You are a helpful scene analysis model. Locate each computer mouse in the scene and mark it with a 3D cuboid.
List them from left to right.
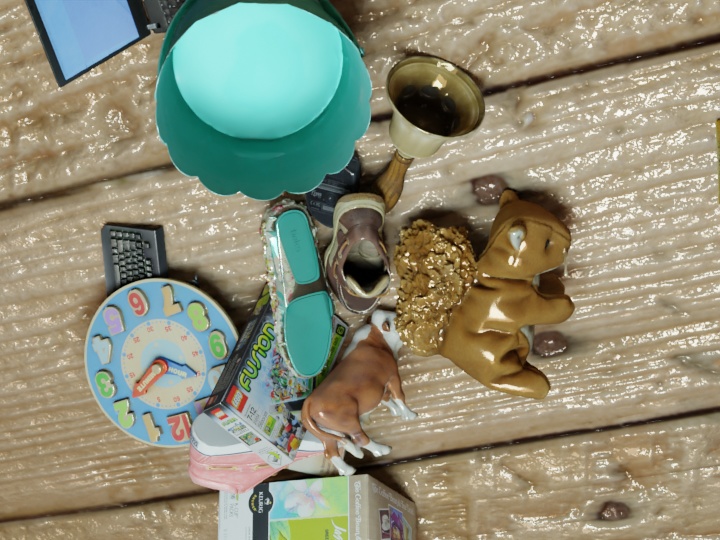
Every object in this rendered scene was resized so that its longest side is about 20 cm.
[{"bbox_3d":[-0.021,-0.133,1.445,0.059,0.034,0.200,18,125,12],"label":"computer mouse"}]

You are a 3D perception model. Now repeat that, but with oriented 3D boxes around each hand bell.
[{"bbox_3d":[0.044,-0.117,1.422,0.104,0.104,0.200,22,142,-6],"label":"hand bell"}]

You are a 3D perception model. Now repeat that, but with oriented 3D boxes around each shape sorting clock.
[{"bbox_3d":[-0.227,0.108,1.581,0.200,0.039,0.200,3,104,13],"label":"shape sorting clock"}]

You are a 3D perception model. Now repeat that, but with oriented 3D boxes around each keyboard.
[{"bbox_3d":[-0.236,0.042,1.601,0.127,0.021,0.200,4,117,12],"label":"keyboard"}]

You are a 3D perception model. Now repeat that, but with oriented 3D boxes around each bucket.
[{"bbox_3d":[-0.096,-0.181,1.310,0.207,0.135,0.207,-3,117,-6],"label":"bucket"}]

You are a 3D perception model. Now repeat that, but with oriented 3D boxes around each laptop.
[{"bbox_3d":[-0.211,-0.285,1.311,0.200,0.103,0.177,-4,127,15],"label":"laptop"}]

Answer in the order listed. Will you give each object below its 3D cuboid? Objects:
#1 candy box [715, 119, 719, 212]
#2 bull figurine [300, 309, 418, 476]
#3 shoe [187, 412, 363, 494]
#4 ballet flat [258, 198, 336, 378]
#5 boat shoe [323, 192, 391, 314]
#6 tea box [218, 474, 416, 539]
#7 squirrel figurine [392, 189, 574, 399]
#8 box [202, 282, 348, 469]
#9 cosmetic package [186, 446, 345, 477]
[{"bbox_3d":[0.438,-0.095,1.287,0.200,0.169,0.077,-12,121,20],"label":"candy box"},{"bbox_3d":[0.007,0.133,1.545,0.065,0.200,0.121,-18,109,48],"label":"bull figurine"},{"bbox_3d":[-0.100,0.200,1.577,0.200,0.072,0.091,-4,139,-17],"label":"shoe"},{"bbox_3d":[-0.071,0.018,1.516,0.076,0.064,0.200,-10,102,-22],"label":"ballet flat"},{"bbox_3d":[0.000,0.000,1.486,0.072,0.072,0.200,-2,147,-7],"label":"boat shoe"},{"bbox_3d":[-0.048,0.341,1.705,0.196,0.134,0.200,-9,158,18],"label":"tea box"},{"bbox_3d":[0.130,0.010,1.459,0.200,0.142,0.187,11,123,-1],"label":"squirrel figurine"},{"bbox_3d":[-0.091,0.109,1.536,0.110,0.200,0.035,41,137,-21],"label":"box"},{"bbox_3d":[-0.110,0.171,1.662,0.200,0.087,0.103,11,129,3],"label":"cosmetic package"}]
